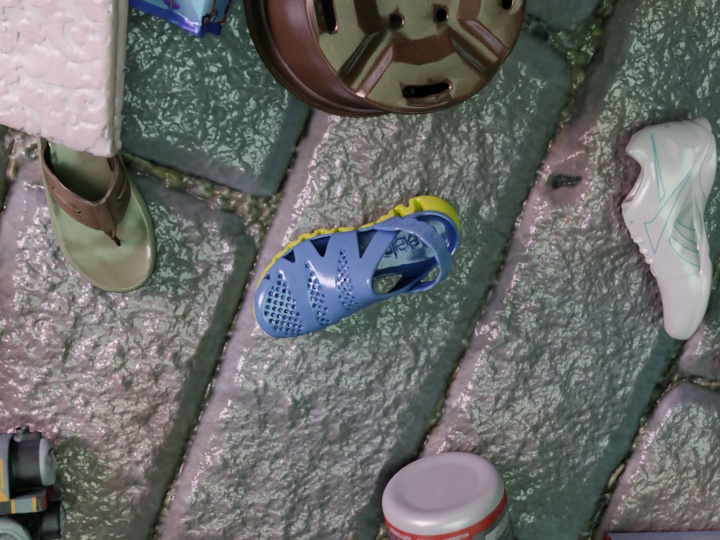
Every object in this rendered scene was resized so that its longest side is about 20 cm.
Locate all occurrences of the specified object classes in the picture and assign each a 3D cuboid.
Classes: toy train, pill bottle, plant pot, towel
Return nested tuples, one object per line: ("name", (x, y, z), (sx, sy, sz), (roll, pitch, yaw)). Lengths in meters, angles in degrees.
("toy train", (-0.347, 0.191, 0.776), (0.195, 0.085, 0.117), (-2, 97, -11))
("pill bottle", (0.094, 0.285, 0.872), (0.114, 0.116, 0.204), (-16, 108, -6))
("plant pot", (0.019, -0.202, 0.675), (0.196, 0.198, 0.205), (-3, 106, -11))
("towel", (-0.253, -0.191, 0.648), (0.196, 0.032, 0.194), (18, 121, 9))

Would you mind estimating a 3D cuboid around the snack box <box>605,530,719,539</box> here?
("snack box", (0.343, 0.348, 0.975), (0.195, 0.053, 0.146), (3, 104, -12))

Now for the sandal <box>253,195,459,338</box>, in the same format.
("sandal", (0.000, 0.000, 0.789), (0.197, 0.087, 0.081), (-27, 111, -1))

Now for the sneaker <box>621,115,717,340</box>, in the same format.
("sneaker", (0.277, -0.036, 0.852), (0.078, 0.071, 0.205), (-4, 104, 5))

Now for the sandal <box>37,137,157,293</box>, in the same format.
("sandal", (-0.217, -0.075, 0.736), (0.078, 0.057, 0.205), (-15, 108, -7))

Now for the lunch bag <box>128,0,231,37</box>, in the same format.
("lunch bag", (-0.176, -0.280, 0.678), (0.196, 0.094, 0.153), (21, 103, -5))
